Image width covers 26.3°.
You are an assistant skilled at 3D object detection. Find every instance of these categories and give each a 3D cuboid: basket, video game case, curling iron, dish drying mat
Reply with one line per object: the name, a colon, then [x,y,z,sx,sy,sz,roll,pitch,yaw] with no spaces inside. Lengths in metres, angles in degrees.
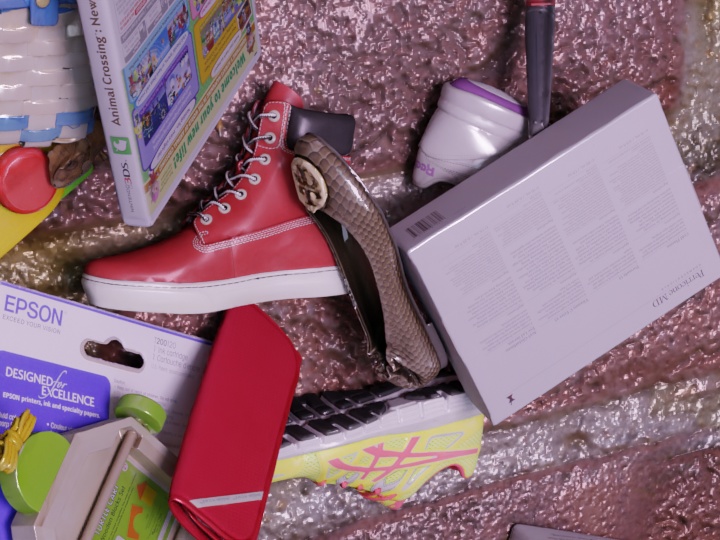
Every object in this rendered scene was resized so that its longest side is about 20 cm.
basket: [-0.214,-0.184,0.888,0.138,0.176,0.202,-14,122,-29]
video game case: [-0.109,-0.157,0.903,0.022,0.201,0.183,6,129,15]
curling iron: [0.132,-0.188,1.061,0.025,0.049,0.202,21,74,-48]
dish drying mat: [-0.078,0.099,1.004,0.018,0.201,0.077,-30,117,29]

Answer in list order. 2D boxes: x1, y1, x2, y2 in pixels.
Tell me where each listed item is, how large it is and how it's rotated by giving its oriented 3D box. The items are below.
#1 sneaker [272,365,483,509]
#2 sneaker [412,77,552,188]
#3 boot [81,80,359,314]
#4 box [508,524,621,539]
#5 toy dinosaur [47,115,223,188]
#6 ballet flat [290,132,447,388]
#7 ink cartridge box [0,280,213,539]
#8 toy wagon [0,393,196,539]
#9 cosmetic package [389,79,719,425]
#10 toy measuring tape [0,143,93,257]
sneaker: [0.006,0.133,1.094,0.198,0.078,0.091,-10,108,-19]
sneaker: [0.126,-0.058,1.107,0.199,0.075,0.100,26,100,-16]
boot: [-0.092,-0.050,1.020,0.198,0.072,0.146,-9,105,-28]
box: [0.205,0.324,1.163,0.197,0.171,0.202,13,97,-23]
toy dinosaur: [-0.130,-0.128,0.978,0.106,0.060,0.202,57,46,-52]
ballet flat: [0.000,0.000,1.015,0.046,0.067,0.201,-34,121,-14]
ink cartridge box: [-0.173,0.127,0.979,0.197,0.043,0.202,21,67,-47]
toy wagon: [-0.154,0.153,0.932,0.200,0.039,0.156,47,48,-34]
cosmetic package: [0.135,-0.012,1.047,0.199,0.052,0.152,-32,115,-7]
toy measuring tape: [-0.246,-0.038,0.953,0.200,0.073,0.074,-44,114,-15]
